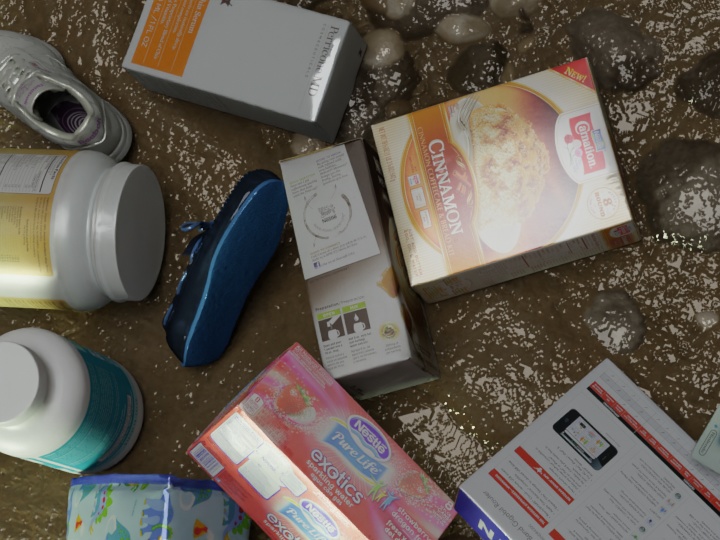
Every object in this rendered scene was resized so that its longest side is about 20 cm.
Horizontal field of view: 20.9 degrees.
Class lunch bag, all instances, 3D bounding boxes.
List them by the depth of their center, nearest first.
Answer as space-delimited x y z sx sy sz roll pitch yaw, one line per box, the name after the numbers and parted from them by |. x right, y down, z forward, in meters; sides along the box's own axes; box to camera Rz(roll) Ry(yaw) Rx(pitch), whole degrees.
-0.192 0.264 1.690 0.199 0.127 0.171 -6 74 44 | lunch bag

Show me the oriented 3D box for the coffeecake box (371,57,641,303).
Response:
0.127 -0.077 1.704 0.199 0.073 0.154 -17 73 10 | coffeecake box

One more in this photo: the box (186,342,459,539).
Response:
-0.031 0.174 1.626 0.200 0.103 0.095 45 49 -2 | box

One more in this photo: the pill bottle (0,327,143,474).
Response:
-0.271 0.113 1.701 0.110 0.200 0.112 -3 77 13 | pill bottle

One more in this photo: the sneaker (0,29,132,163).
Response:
-0.302 -0.174 1.826 0.200 0.100 0.075 33 90 20 | sneaker

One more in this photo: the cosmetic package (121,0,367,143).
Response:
-0.106 -0.197 1.794 0.199 0.071 0.102 16 82 17 | cosmetic package

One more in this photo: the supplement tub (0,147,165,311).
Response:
-0.291 -0.038 1.769 0.199 0.145 0.146 3 79 15 | supplement tub

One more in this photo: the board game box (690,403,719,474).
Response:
0.388 0.133 1.556 0.199 0.064 0.148 31 112 12 | board game box

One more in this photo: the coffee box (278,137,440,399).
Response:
0.000 0.000 1.699 0.079 0.114 0.201 -16 75 11 | coffee box

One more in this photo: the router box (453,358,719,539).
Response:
0.207 0.200 1.600 0.179 0.049 0.200 -37 70 -21 | router box

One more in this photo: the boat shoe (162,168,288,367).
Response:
-0.133 -0.009 1.729 0.069 0.084 0.201 45 114 35 | boat shoe
